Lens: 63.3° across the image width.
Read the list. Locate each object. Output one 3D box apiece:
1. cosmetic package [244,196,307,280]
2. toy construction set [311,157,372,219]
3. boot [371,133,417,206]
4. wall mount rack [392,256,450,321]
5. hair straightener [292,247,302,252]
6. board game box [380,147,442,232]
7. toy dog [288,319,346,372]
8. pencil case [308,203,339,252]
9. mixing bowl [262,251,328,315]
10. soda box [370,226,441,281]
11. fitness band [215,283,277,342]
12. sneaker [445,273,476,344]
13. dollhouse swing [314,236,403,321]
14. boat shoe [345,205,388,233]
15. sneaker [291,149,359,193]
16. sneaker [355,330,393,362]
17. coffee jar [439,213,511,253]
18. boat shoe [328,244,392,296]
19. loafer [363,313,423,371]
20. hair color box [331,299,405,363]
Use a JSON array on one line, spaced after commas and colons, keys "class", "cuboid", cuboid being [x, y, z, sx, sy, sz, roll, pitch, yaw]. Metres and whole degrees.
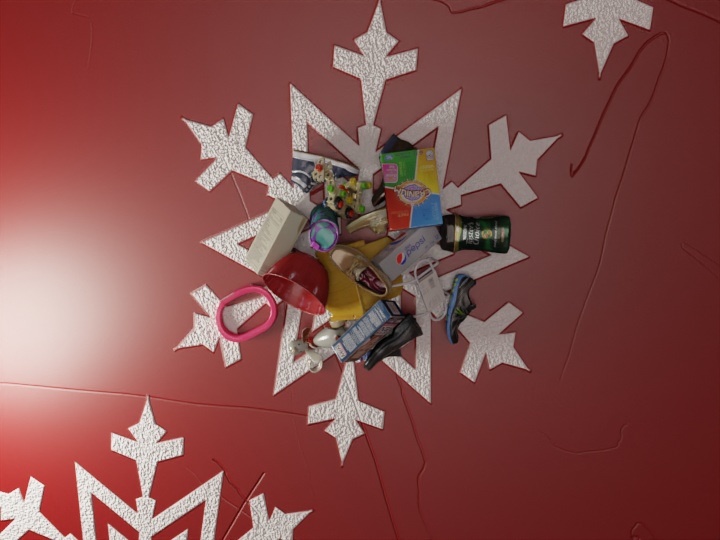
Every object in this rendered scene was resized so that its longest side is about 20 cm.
[{"class": "cosmetic package", "cuboid": [-0.239, -0.089, 1.651, 0.070, 0.105, 0.204, 22, 104, -42]}, {"class": "toy construction set", "cuboid": [-0.048, -0.215, 1.565, 0.090, 0.197, 0.136, 5, 75, 43]}, {"class": "boot", "cuboid": [0.073, -0.281, 1.635, 0.096, 0.075, 0.202, 39, 89, 5]}, {"class": "wall mount rack", "cuboid": [0.162, 0.062, 1.644, 0.171, 0.074, 0.204, -32, 119, -14]}, {"class": "hair straightener", "cuboid": [-0.149, -0.002, 1.702, 0.195, 0.041, 0.079, 25, 90, -7]}, {"class": "board game box", "cuboid": [0.137, -0.217, 1.575, 0.147, 0.040, 0.208, -7, 87, -1]}, {"class": "toy dog", "cuboid": [-0.115, 0.212, 1.703, 0.198, 0.096, 0.133, -40, 95, 8]}, {"class": "pencil case", "cuboid": [-0.103, -0.120, 1.598, 0.091, 0.201, 0.086, -37, 107, 9]}, {"class": "mixing bowl", "cuboid": [-0.159, 0.023, 1.601, 0.196, 0.201, 0.111, 29, 69, -2]}, {"class": "soda box", "cuboid": [0.127, -0.060, 1.618, 0.199, 0.063, 0.069, -40, 112, -11]}, {"class": "fitness band", "cuboid": [-0.340, 0.127, 1.734, 0.195, 0.037, 0.147, -25, 100, 7]}, {"class": "sneaker", "cuboid": [0.290, 0.115, 1.681, 0.080, 0.071, 0.207, 12, 98, 5]}, {"class": "dollhouse swing", "cuboid": [-0.002, 0.014, 1.683, 0.177, 0.174, 0.207, -8, 101, 38]}, {"class": "boat shoe", "cuboid": [0.055, -0.138, 1.644, 0.194, 0.074, 0.069, -21, 94, 6]}, {"class": "sneaker", "cuboid": [-0.103, -0.263, 1.641, 0.193, 0.070, 0.113, 14, 100, 2]}, {"class": "sneaker", "cuboid": [0.052, 0.180, 1.698, 0.194, 0.081, 0.119, -22, 100, 8]}, {"class": "coffee jar", "cuboid": [0.319, -0.103, 1.637, 0.192, 0.085, 0.109, 1, 99, 3]}, {"class": "boat shoe", "cuboid": [0.000, 0.000, 1.546, 0.196, 0.066, 0.075, 32, 101, 0]}, {"class": "loafer", "cuboid": [0.090, 0.214, 1.629, 0.200, 0.073, 0.072, -45, 91, 4]}, {"class": "hair color box", "cuboid": [0.022, 0.168, 1.608, 0.200, 0.099, 0.061, -44, 67, 19]}]
